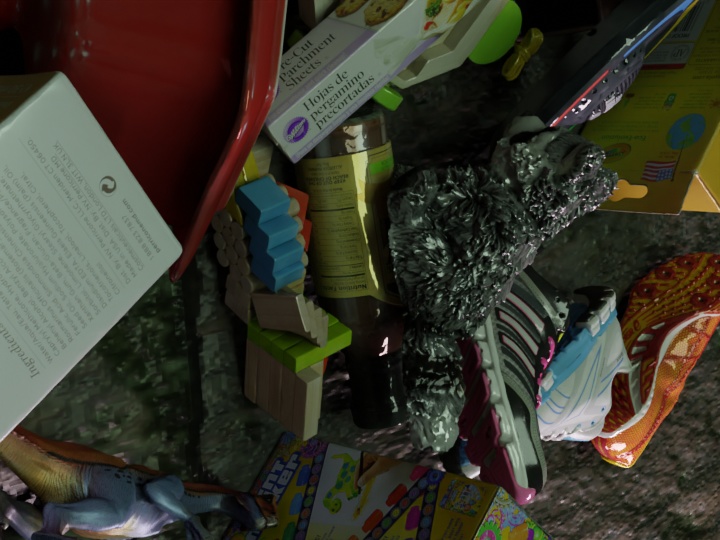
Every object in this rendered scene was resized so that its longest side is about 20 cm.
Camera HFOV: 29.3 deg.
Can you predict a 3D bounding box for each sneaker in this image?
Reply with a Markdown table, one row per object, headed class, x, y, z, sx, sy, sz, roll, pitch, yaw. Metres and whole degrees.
| class | x | y | z | sx | sy | sz | roll | pitch | yaw |
| --- | --- | --- | --- | --- | --- | --- | --- | --- | --- |
| sneaker | 0.104 | 0.054 | 0.910 | 0.086 | 0.074 | 0.202 | -3 | 60 | -16 |
| sneaker | 0.237 | 0.066 | 1.106 | 0.200 | 0.073 | 0.077 | -49 | 143 | -21 |
| sneaker | 0.138 | 0.099 | 0.995 | 0.200 | 0.075 | 0.087 | -39 | 109 | -31 |

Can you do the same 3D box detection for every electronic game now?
| class | x | y | z | sx | sy | sz | roll | pitch | yaw |
| --- | --- | --- | --- | --- | --- | --- | --- | --- | --- |
| electronic game | 0.161 | -0.130 | 0.936 | 0.042 | 0.200 | 0.200 | 47 | 58 | 5 |

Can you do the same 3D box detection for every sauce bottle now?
| class | x | y | z | sx | sy | sz | roll | pitch | yaw |
| --- | --- | --- | --- | --- | --- | --- | --- | --- | --- |
| sauce bottle | 0.000 | 0.000 | 0.877 | 0.064 | 0.064 | 0.203 | -21 | 110 | -38 |

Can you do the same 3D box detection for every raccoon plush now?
| class | x | y | z | sx | sy | sz | roll | pitch | yaw |
| --- | --- | --- | --- | --- | --- | --- | --- | --- | --- |
| raccoon plush | 0.094 | 0.005 | 0.844 | 0.097 | 0.132 | 0.203 | -17 | 102 | -74 |

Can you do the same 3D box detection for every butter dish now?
| class | x | y | z | sx | sy | sz | roll | pitch | yaw |
| --- | --- | --- | --- | --- | --- | --- | --- | --- | --- |
| butter dish | -0.119 | -0.125 | 0.685 | 0.146 | 0.200 | 0.203 | 11 | 64 | -14 |

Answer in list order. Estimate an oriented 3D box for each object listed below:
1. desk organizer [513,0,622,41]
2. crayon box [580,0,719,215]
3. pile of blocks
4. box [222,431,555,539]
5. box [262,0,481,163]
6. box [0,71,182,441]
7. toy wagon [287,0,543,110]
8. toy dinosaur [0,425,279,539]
| class | x | y | z | sx | sy | sz | roll | pitch | yaw |
| --- | --- | --- | --- | --- | --- | --- | --- | --- | --- |
| desk organizer | 0.131 | -0.266 | 0.944 | 0.077 | 0.071 | 0.203 | -40 | 122 | -59 |
| crayon box | 0.236 | -0.115 | 1.035 | 0.051 | 0.126 | 0.201 | 43 | 68 | -36 |
| pile of blocks | -0.042 | -0.004 | 0.825 | 0.062 | 0.082 | 0.203 | -26 | 111 | -36 |
| box | 0.042 | 0.215 | 0.850 | 0.200 | 0.191 | 0.123 | 46 | 65 | -34 |
| box | 0.018 | -0.148 | 0.815 | 0.199 | 0.041 | 0.039 | -40 | 141 | -2 |
| box | -0.210 | 0.012 | 0.628 | 0.200 | 0.151 | 0.107 | -49 | 124 | -28 |
| toy wagon | 0.045 | -0.178 | 0.874 | 0.199 | 0.040 | 0.156 | 23 | 108 | -48 |
| toy dinosaur | -0.122 | 0.124 | 0.769 | 0.181 | 0.104 | 0.203 | -25 | 99 | -59 |
